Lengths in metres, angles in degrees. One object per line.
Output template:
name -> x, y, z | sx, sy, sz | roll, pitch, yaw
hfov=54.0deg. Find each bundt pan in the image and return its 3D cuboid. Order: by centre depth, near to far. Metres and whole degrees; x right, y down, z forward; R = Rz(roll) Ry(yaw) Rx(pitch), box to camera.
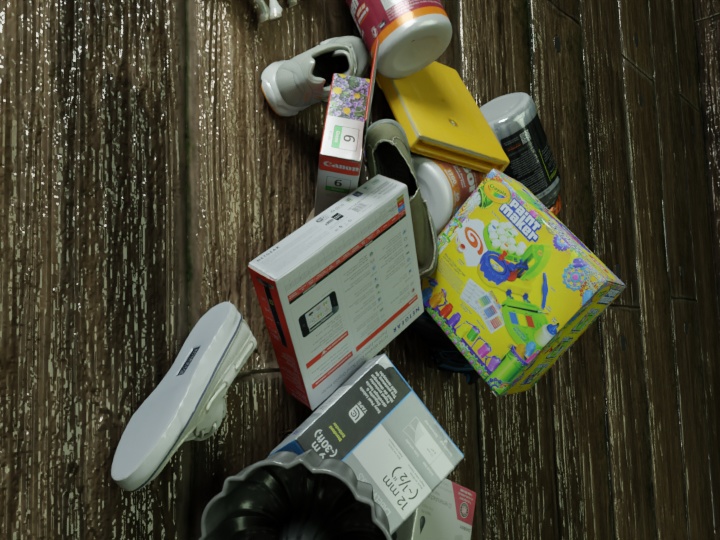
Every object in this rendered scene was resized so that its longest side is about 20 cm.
bundt pan -> -0.056, 0.268, 0.689 | 0.076, 0.196, 0.208 | -38, 117, -77

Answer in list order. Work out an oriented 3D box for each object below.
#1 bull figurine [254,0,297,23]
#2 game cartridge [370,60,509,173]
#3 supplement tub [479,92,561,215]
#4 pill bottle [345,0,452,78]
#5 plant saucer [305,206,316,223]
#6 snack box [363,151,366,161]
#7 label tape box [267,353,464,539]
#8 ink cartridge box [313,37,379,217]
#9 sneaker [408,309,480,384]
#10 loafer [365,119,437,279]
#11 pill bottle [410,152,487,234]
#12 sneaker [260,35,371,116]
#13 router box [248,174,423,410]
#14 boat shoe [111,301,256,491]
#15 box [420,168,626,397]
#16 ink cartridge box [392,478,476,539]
bull figurine -> -0.109, -0.353, 0.798 | 0.200, 0.064, 0.124 | -45, 123, -42
game cartridge -> 0.102, -0.226, 0.975 | 0.173, 0.033, 0.203 | 9, 46, -37
supplement tub -> 0.262, -0.181, 1.186 | 0.123, 0.120, 0.203 | -50, 122, -41
pill bottle -> 0.032, -0.361, 0.900 | 0.108, 0.109, 0.205 | -7, 69, -50
plant saucer -> 0.000, 0.000, 0.904 | 0.198, 0.036, 0.207 | 10, 77, -49
snack box -> 0.086, -0.188, 1.007 | 0.198, 0.070, 0.025 | -26, 104, -50
label tape box -> -0.006, 0.212, 0.755 | 0.199, 0.066, 0.144 | -40, 92, -20
ink cartridge box -> -0.018, -0.152, 0.790 | 0.201, 0.049, 0.112 | 102, -4, -64
sneaker -> 0.121, 0.105, 1.003 | 0.197, 0.082, 0.074 | 29, 21, -29
loafer -> 0.045, -0.079, 0.867 | 0.070, 0.073, 0.205 | -70, 142, -70
pill bottle -> 0.117, -0.122, 1.001 | 0.199, 0.110, 0.115 | -31, 108, -53
sneaker -> -0.028, -0.244, 0.858 | 0.200, 0.090, 0.077 | -44, 116, -46
router box -> -0.017, 0.023, 0.789 | 0.198, 0.048, 0.183 | -37, 132, -31
boat shoe -> -0.156, 0.126, 0.670 | 0.070, 0.070, 0.203 | 52, 42, -28
box -> 0.195, 0.017, 0.915 | 0.201, 0.194, 0.121 | 50, 22, 26
ink cartridge box -> 0.069, 0.367, 0.900 | 0.145, 0.083, 0.205 | 34, 61, -42
